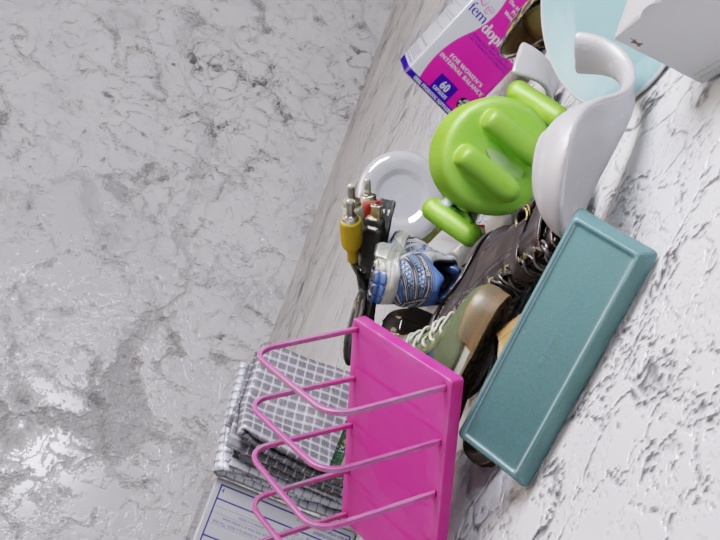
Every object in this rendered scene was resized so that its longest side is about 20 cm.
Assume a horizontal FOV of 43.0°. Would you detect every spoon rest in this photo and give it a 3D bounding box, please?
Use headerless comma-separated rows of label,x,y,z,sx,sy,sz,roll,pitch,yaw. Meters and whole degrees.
spoon rest,0.183,-0.115,0.735,0.100,0.060,0.202,71,-147,-48
spoon rest,0.184,-0.181,1.058,0.200,0.060,0.101,100,-170,-70

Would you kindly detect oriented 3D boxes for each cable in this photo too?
cable,0.000,0.000,0.981,0.097,0.050,0.203,-49,-30,-59

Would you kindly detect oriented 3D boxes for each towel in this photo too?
towel,-0.063,0.187,1.092,0.086,0.197,0.167,-56,15,41

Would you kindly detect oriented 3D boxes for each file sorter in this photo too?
file sorter,-0.014,0.165,0.748,0.138,0.124,0.204,29,121,51

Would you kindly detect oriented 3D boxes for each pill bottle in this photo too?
pill bottle,0.043,-0.086,1.181,0.200,0.111,0.114,165,128,-87

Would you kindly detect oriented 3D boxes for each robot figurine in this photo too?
robot figurine,0.131,-0.118,0.946,0.177,0.115,0.200,-55,6,3

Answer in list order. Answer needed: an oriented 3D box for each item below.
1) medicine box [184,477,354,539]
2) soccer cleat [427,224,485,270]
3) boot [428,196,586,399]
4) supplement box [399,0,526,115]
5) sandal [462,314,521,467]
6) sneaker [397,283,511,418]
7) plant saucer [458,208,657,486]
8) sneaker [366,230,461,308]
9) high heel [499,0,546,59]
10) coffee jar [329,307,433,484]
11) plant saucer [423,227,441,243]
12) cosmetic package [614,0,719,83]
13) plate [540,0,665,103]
medicine box,-0.129,0.372,1.073,0.103,0.180,0.203,138,154,-69
soccer cleat,0.087,0.005,1.095,0.200,0.068,0.079,134,155,-58
boot,0.132,0.008,0.815,0.203,0.068,0.174,-69,9,-23
supplement box,0.155,-0.301,1.167,0.200,0.101,0.104,-46,16,14
sandal,0.125,0.076,0.737,0.082,0.054,0.201,-80,16,-55
sneaker,0.055,0.082,0.792,0.067,0.089,0.202,-33,-31,-48
plant saucer,0.139,0.058,0.674,0.019,0.070,0.202,3,-63,-55
sneaker,0.063,0.008,0.956,0.200,0.084,0.078,-40,-38,-76
high heel,0.207,-0.275,0.935,0.142,0.072,0.200,-41,0,6
coffee jar,0.036,0.142,0.984,0.104,0.084,0.203,121,170,-77
plant saucer,0.121,-0.100,1.187,0.200,0.031,0.203,-161,89,-88
cosmetic package,0.264,-0.252,0.644,0.108,0.084,0.203,152,140,-76
plate,0.228,-0.248,0.815,0.200,0.025,0.204,-156,63,-62
